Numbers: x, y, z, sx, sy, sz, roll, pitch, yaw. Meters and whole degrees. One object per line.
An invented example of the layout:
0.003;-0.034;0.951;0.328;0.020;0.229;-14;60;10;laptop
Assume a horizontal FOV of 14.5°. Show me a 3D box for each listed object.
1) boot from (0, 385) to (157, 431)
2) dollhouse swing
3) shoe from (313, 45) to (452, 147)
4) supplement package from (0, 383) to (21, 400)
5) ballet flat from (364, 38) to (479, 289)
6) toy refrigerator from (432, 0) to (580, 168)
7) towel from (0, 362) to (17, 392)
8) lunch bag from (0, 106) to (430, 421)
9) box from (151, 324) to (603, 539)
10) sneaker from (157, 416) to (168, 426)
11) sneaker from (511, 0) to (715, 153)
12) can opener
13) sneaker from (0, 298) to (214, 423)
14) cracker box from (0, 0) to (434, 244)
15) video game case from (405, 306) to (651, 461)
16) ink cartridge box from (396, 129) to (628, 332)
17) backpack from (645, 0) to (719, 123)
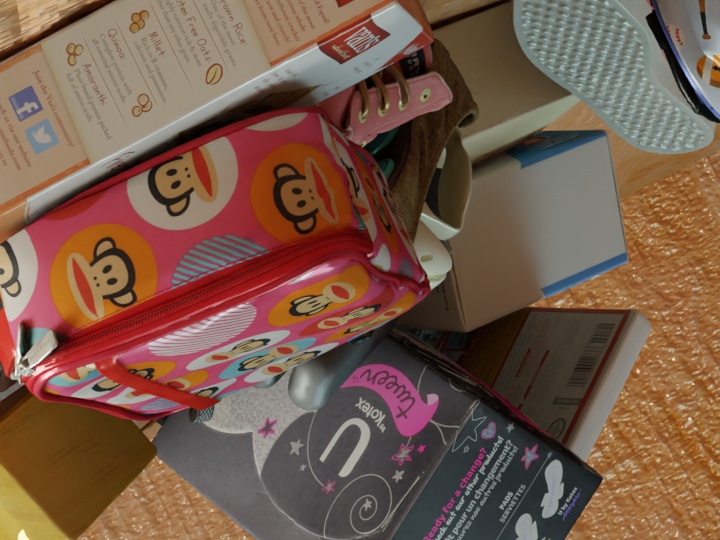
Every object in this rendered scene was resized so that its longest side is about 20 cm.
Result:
-0.162;0.079;1.529;0.200;0.077;0.155;-44;180;22;boot
-0.245;0.083;1.369;0.199;0.176;0.182;-29;-173;21;dollhouse swing
-0.011;-0.089;1.297;0.091;0.072;0.200;-28;180;1;shoe
-0.284;0.120;1.735;0.114;0.110;0.200;-31;174;36;supplement package
0.018;-0.033;1.391;0.068;0.072;0.201;-33;-156;38;ballet flat
0.033;-0.089;1.528;0.199;0.070;0.076;-25;172;-43;toy refrigerator
-0.271;0.081;1.477;0.200;0.032;0.191;-34;167;23;towel
-0.071;0.005;1.168;0.175;0.082;0.200;-22;169;9;lunch bag
0.005;0.099;1.490;0.115;0.200;0.133;32;92;-42;box
-0.117;0.050;1.645;0.199;0.070;0.099;15;-160;18;sneaker
0.140;-0.149;1.519;0.075;0.105;0.200;-3;156;28;sneaker
0.000;0.000;1.425;0.200;0.053;0.067;-47;158;-61;can opener
-0.112;0.014;1.367;0.078;0.141;0.200;-20;171;-45;sneaker
-0.074;-0.076;1.130;0.199;0.058;0.134;-28;175;7;cracker box
0.058;0.081;1.581;0.199;0.017;0.143;1;-125;48;video game case
0.033;-0.026;1.661;0.145;0.084;0.199;-23;-163;-40;ink cartridge box
0.210;-0.143;1.270;0.190;0.201;0.154;-13;162;-44;backpack
